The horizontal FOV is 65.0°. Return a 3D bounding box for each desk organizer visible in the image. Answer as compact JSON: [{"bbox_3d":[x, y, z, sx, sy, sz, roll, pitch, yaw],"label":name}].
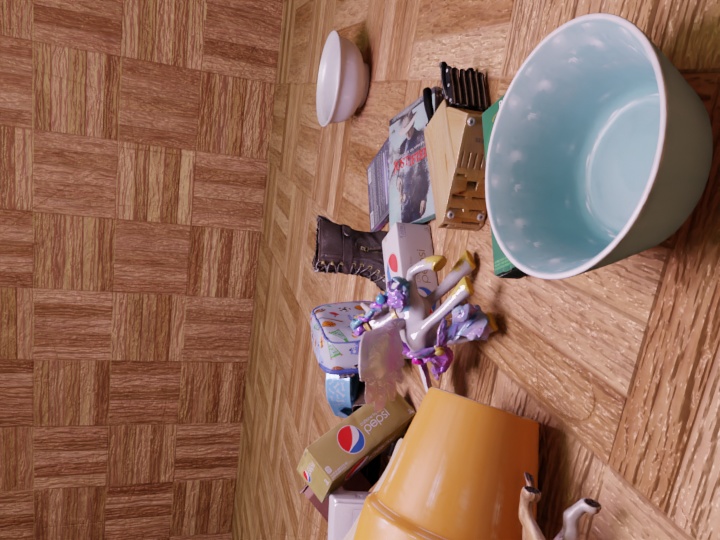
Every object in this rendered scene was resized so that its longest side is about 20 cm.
[{"bbox_3d":[-0.012,0.347,0.969,0.077,0.199,0.072,44,109,15],"label":"desk organizer"}]

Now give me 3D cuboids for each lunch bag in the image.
[{"bbox_3d":[-0.004,0.116,0.990,0.200,0.155,0.078,-129,39,-68],"label":"lunch bag"}]

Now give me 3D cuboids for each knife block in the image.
[{"bbox_3d":[0.127,-0.177,0.785,0.176,0.062,0.206,-126,42,-63],"label":"knife block"}]

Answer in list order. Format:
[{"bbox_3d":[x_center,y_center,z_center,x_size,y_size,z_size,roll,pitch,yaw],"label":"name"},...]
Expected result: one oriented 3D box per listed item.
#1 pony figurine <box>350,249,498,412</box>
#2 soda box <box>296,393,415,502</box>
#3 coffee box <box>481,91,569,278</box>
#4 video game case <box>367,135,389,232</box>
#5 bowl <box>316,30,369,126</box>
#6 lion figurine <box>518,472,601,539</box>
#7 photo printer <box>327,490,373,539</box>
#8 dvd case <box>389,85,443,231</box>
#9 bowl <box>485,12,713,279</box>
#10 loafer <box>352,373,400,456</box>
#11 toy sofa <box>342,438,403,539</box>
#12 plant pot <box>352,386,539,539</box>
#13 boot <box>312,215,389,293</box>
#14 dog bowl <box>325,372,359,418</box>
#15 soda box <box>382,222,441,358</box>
[{"bbox_3d":[0.076,0.084,0.742,0.198,0.165,0.197,-33,48,24],"label":"pony figurine"},{"bbox_3d":[-0.002,0.265,0.885,0.064,0.198,0.069,42,135,22],"label":"soda box"},{"bbox_3d":[0.187,-0.105,0.618,0.123,0.043,0.206,143,128,-66],"label":"coffee box"},{"bbox_3d":[0.055,-0.176,1.074,0.200,0.018,0.147,136,134,-63],"label":"video game case"},{"bbox_3d":[-0.035,-0.426,1.282,0.200,0.088,0.208,-176,90,-71],"label":"bowl"},{"bbox_3d":[0.193,0.270,0.462,0.199,0.071,0.126,29,113,62],"label":"lion figurine"},{"bbox_3d":[0.031,0.428,0.810,0.069,0.161,0.207,103,169,-85],"label":"photo printer"},{"bbox_3d":[0.090,-0.176,0.930,0.145,0.021,0.206,-17,69,61],"label":"dvd case"},{"bbox_3d":[0.201,-0.092,0.469,0.200,0.102,0.207,-176,90,-68],"label":"bowl"},{"bbox_3d":[0.020,0.234,1.020,0.203,0.069,0.074,-106,27,-45],"label":"loafer"},{"bbox_3d":[0.058,0.335,0.748,0.203,0.082,0.097,-60,22,-3],"label":"toy sofa"},{"bbox_3d":[0.108,0.234,0.603,0.200,0.196,0.188,-11,60,71],"label":"plant pot"},{"bbox_3d":[0.000,0.000,0.963,0.070,0.169,0.204,118,150,-50],"label":"boot"},{"bbox_3d":[-0.031,0.219,1.090,0.202,0.048,0.114,81,-168,-60],"label":"dog bowl"},{"bbox_3d":[0.080,0.031,0.887,0.068,0.062,0.206,129,141,-59],"label":"soda box"}]
